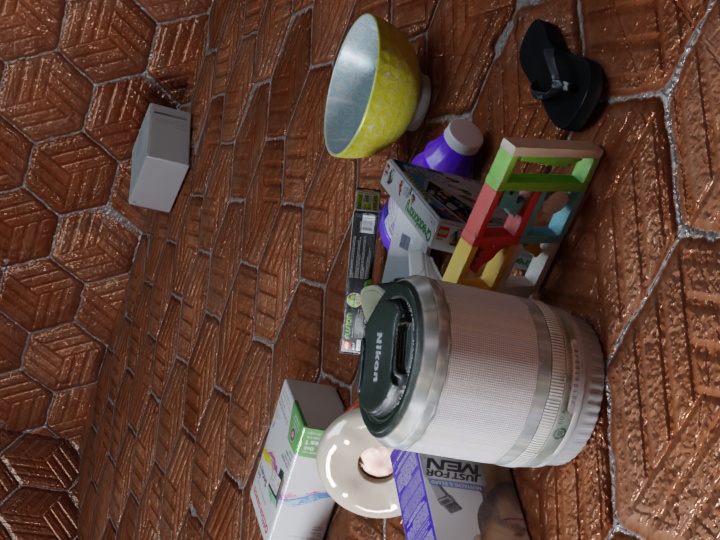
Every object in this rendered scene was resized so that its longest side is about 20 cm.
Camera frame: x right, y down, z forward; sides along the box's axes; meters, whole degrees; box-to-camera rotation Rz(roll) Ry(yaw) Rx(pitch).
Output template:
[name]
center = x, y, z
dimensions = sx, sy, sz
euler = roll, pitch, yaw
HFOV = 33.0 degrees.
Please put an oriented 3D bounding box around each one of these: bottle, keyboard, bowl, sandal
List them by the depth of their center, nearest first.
[sandal]
center = 0.200, -0.206, 1.284
dimensions = 0.200, 0.043, 0.076
euler = -113, 39, -58
[bottle]
center = 0.088, -0.103, 1.504
dimensions = 0.200, 0.065, 0.084
euler = 122, 150, -44
[keyboard]
center = 0.062, -0.033, 1.507
dimensions = 0.056, 0.011, 0.201
euler = 34, 134, 25
[bowl]
center = 0.033, -0.243, 1.671
dimensions = 0.200, 0.107, 0.202
euler = -169, 90, -71

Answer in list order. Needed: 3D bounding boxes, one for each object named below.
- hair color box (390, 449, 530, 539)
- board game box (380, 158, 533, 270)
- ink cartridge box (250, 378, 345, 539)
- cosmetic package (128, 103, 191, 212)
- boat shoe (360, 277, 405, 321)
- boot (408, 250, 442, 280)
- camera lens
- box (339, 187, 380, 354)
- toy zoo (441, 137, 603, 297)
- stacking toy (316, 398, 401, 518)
[hair color box]
center = 0.102, 0.249, 1.200
dimensions = 0.201, 0.109, 0.065
euler = -101, 31, -47
[board game box]
center = 0.107, -0.064, 1.337
dimensions = 0.200, 0.125, 0.035
euler = -120, 46, -63
[ink cartridge box]
center = -0.085, 0.280, 1.741
dimensions = 0.145, 0.083, 0.201
euler = -122, 47, -63
[cosmetic package]
center = -0.541, -0.303, 3.285
dimensions = 0.200, 0.122, 0.201
euler = 123, 152, -46
[boat shoe]
center = 0.063, 0.043, 1.495
dimensions = 0.199, 0.066, 0.075
euler = -13, 96, 68
[boot]
center = 0.109, 0.050, 1.330
dimensions = 0.074, 0.095, 0.201
euler = 84, 177, -46
[camera lens]
center = 0.106, 0.097, 1.139
dimensions = 0.160, 0.199, 0.161
euler = -168, 90, -71
[box]
center = 0.000, 0.000, 1.638
dimensions = 0.110, 0.034, 0.201
euler = -85, 1, -71
[toy zoo]
center = 0.152, -0.037, 1.196
dimensions = 0.020, 0.131, 0.201
euler = 45, 124, 39
[stacking toy]
center = 0.026, 0.188, 1.469
dimensions = 0.200, 0.145, 0.147
euler = -81, 10, -67
